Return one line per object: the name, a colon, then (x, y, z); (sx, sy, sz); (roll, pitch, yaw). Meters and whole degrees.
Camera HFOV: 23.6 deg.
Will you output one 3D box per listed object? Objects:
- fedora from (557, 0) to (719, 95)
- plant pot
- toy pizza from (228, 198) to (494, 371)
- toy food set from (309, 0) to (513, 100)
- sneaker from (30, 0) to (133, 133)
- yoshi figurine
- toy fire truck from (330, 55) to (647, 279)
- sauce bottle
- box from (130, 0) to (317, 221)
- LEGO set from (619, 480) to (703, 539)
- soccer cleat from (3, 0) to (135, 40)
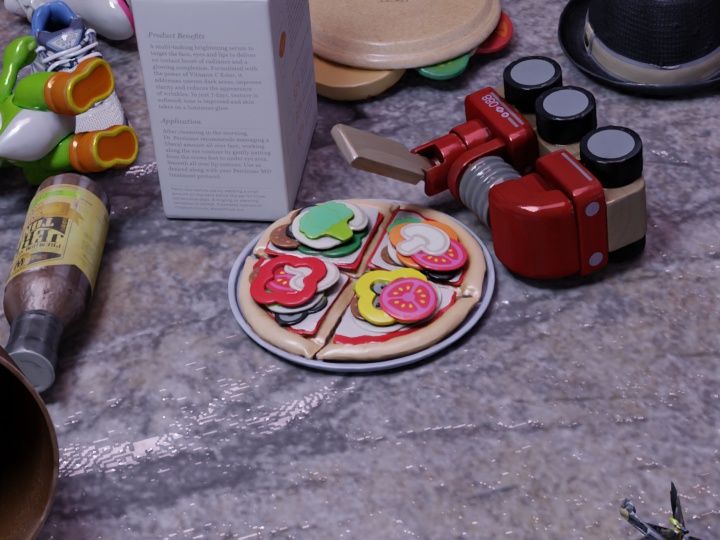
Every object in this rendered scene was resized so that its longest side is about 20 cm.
fedora: (0.262, -0.239, 1.496); (0.199, 0.092, 0.201); (-2, 38, 2)
plant pot: (-0.301, 0.085, 1.097); (0.185, 0.188, 0.200); (-16, 26, -14)
toy pizza: (0.000, 0.000, 1.272); (0.198, 0.032, 0.201); (-3, 38, 2)
toy food set: (0.033, -0.225, 1.541); (0.196, 0.049, 0.201); (-9, 38, -6)
sneaker: (-0.246, -0.162, 1.459); (0.076, 0.086, 0.200); (-17, 41, -16)
yoshi figurine: (-0.265, -0.118, 1.375); (0.199, 0.112, 0.113); (-4, 66, 35)
toy fire truck: (0.092, -0.070, 1.281); (0.199, 0.129, 0.176); (-23, 42, -14)
sauce bottle: (-0.225, 0.008, 1.258); (0.064, 0.065, 0.201); (-3, 37, 2)
box: (-0.101, -0.164, 1.353); (0.105, 0.201, 0.153); (2, 38, 8)
LEGO set: (0.183, 0.217, 0.869); (0.115, 0.202, 0.153); (-22, 21, -23)
soccer cleat: (-0.278, -0.250, 1.600); (0.086, 0.070, 0.200); (-37, 44, -13)
